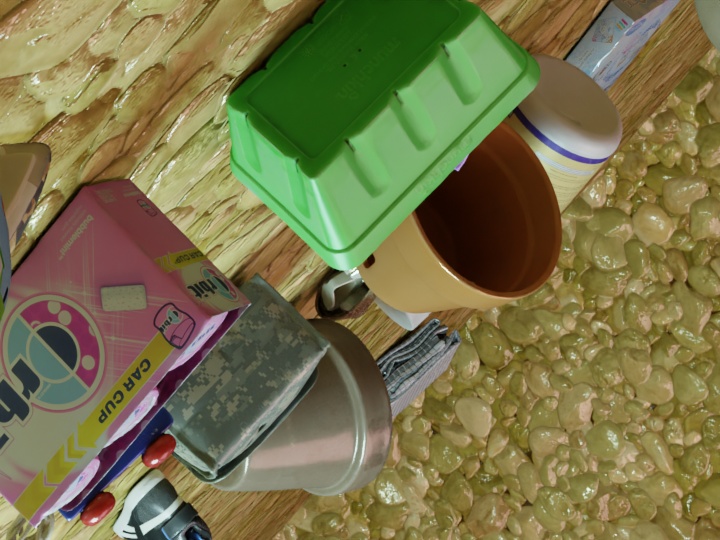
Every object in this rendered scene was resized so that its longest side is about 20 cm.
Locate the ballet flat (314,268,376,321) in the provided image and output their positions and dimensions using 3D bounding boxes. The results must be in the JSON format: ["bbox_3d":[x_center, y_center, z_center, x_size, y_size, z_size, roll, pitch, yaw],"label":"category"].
[{"bbox_3d":[0.000,0.000,1.855,0.065,0.071,0.200,-23,156,-33],"label":"ballet flat"}]

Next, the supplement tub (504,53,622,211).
[{"bbox_3d":[0.178,-0.123,1.860,0.200,0.145,0.145,-51,170,35],"label":"supplement tub"}]

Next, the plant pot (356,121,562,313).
[{"bbox_3d":[0.082,-0.045,1.673,0.200,0.201,0.140,-38,-175,-41],"label":"plant pot"}]

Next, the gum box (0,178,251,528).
[{"bbox_3d":[-0.178,0.055,1.056,0.200,0.113,0.066,-48,171,18],"label":"gum box"}]

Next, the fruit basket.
[{"bbox_3d":[0.011,-0.107,1.179,0.215,0.155,0.216,-36,152,-23],"label":"fruit basket"}]

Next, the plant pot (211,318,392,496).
[{"bbox_3d":[-0.091,0.166,1.844,0.174,0.201,0.201,-15,153,-41],"label":"plant pot"}]

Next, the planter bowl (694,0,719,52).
[{"bbox_3d":[0.547,-0.404,2.378,0.200,0.135,0.200,-45,172,-8],"label":"planter bowl"}]

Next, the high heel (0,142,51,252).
[{"bbox_3d":[-0.229,0.015,0.806,0.200,0.071,0.143,-41,177,-18],"label":"high heel"}]

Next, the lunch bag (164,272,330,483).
[{"bbox_3d":[-0.122,0.109,1.596,0.164,0.118,0.200,-46,178,-12],"label":"lunch bag"}]

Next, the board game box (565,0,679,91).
[{"bbox_3d":[0.316,-0.282,2.133,0.200,0.043,0.199,-35,167,-50],"label":"board game box"}]

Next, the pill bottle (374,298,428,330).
[{"bbox_3d":[0.098,-0.031,2.008,0.200,0.114,0.114,-44,171,-13],"label":"pill bottle"}]

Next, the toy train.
[{"bbox_3d":[-0.253,0.180,1.439,0.200,0.085,0.116,-44,-175,-15],"label":"toy train"}]

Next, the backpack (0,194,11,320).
[{"bbox_3d":[-0.164,-0.047,0.346,0.182,0.200,0.135,-37,168,-43],"label":"backpack"}]

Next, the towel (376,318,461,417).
[{"bbox_3d":[0.080,0.178,3.033,0.200,0.086,0.166,-41,169,-19],"label":"towel"}]

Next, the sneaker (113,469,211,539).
[{"bbox_3d":[-0.235,0.318,2.029,0.073,0.112,0.200,-41,171,-21],"label":"sneaker"}]

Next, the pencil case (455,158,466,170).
[{"bbox_3d":[0.031,-0.109,1.410,0.084,0.085,0.200,-50,170,18],"label":"pencil case"}]
